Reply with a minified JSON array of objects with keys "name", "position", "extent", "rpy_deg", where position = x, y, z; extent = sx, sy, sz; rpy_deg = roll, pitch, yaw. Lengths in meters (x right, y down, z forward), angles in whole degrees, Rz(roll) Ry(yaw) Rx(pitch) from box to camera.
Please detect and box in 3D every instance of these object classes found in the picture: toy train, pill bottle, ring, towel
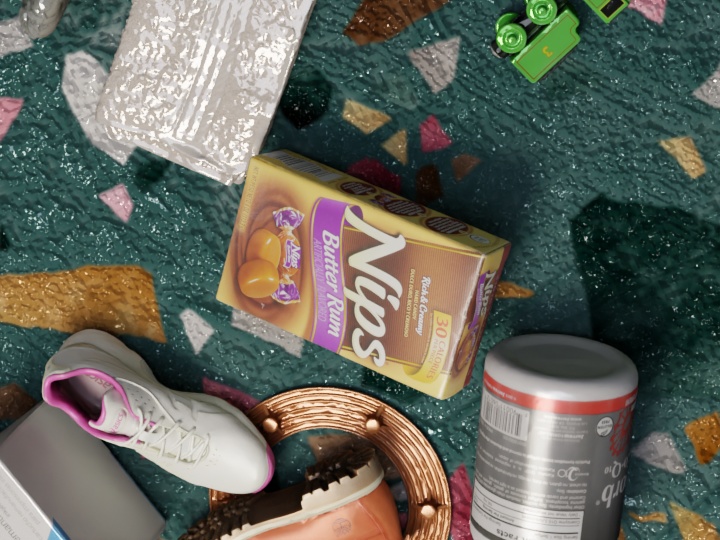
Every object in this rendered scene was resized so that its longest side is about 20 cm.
[{"name":"toy train","position":[0.177,-0.213,1.338],"extent":[0.056,0.042,0.200],"rpy_deg":[43,109,-14]},{"name":"pill bottle","position":[0.142,0.158,1.413],"extent":[0.115,0.116,0.201],"rpy_deg":[7,108,8]},{"name":"ring","position":[-0.026,0.189,1.504],"extent":[0.199,0.019,0.201],"rpy_deg":[3,106,9]},{"name":"towel","position":[-0.113,-0.172,1.404],"extent":[0.132,0.034,0.201],"rpy_deg":[21,109,3]}]

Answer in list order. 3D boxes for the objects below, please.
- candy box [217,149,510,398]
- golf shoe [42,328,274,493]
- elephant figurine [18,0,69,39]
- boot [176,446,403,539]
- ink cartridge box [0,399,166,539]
[{"name":"candy box","position":[0.000,0.000,1.388],"extent":[0.199,0.056,0.117],"rpy_deg":[22,110,20]},{"name":"golf shoe","position":[-0.163,0.123,1.465],"extent":[0.199,0.092,0.076],"rpy_deg":[28,107,6]},{"name":"elephant figurine","position":[-0.288,-0.267,1.350],"extent":[0.199,0.155,0.142],"rpy_deg":[26,132,-7]},{"name":"boot","position":[-0.059,0.224,1.475],"extent":[0.199,0.075,0.108],"rpy_deg":[-21,106,15]},{"name":"ink cartridge box","position":[-0.289,0.226,1.494],"extent":[0.200,0.146,0.147],"rpy_deg":[-37,96,19]}]
